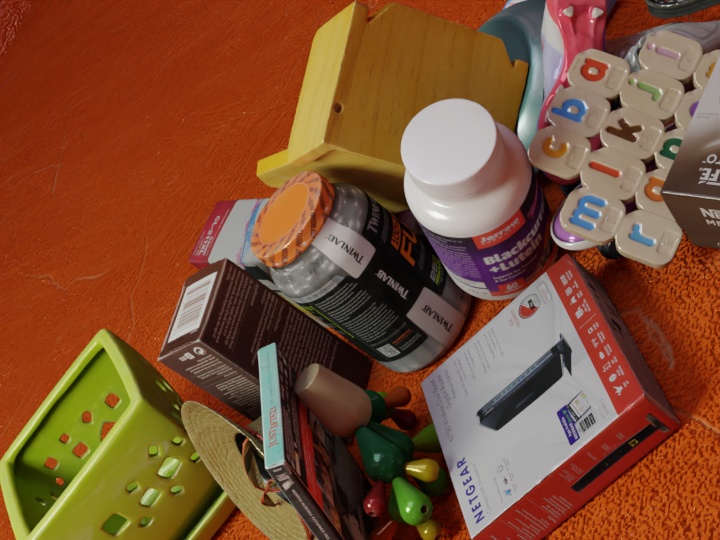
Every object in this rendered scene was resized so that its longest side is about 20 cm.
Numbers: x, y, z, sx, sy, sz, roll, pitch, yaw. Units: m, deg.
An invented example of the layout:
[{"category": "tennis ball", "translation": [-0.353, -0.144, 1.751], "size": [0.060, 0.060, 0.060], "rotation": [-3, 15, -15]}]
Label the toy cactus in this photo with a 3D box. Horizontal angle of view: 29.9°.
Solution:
[{"category": "toy cactus", "translation": [0.006, 0.143, 1.151], "size": [0.102, 0.165, 0.200], "rotation": [-41, 22, 20]}]

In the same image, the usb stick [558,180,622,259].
[{"category": "usb stick", "translation": [0.211, -0.078, 1.233], "size": [0.056, 0.033, 0.200], "rotation": [-50, 28, 19]}]

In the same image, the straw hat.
[{"category": "straw hat", "translation": [-0.070, 0.174, 1.252], "size": [0.085, 0.201, 0.201], "rotation": [-39, 23, -23]}]

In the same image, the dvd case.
[{"category": "dvd case", "translation": [-0.030, 0.176, 1.136], "size": [0.022, 0.200, 0.146], "rotation": [-25, 36, 11]}]

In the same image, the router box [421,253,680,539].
[{"category": "router box", "translation": [0.147, 0.108, 1.103], "size": [0.179, 0.049, 0.200], "rotation": [-43, 30, 16]}]

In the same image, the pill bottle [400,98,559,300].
[{"category": "pill bottle", "translation": [0.102, -0.062, 1.177], "size": [0.111, 0.200, 0.112], "rotation": [-9, 62, 17]}]

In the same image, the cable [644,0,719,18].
[{"category": "cable", "translation": [0.344, -0.254, 1.168], "size": [0.199, 0.050, 0.097], "rotation": [17, 67, 37]}]

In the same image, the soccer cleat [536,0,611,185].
[{"category": "soccer cleat", "translation": [0.192, -0.176, 1.235], "size": [0.076, 0.066, 0.201], "rotation": [146, 126, -86]}]

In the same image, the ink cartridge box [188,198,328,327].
[{"category": "ink cartridge box", "translation": [-0.068, -0.007, 1.441], "size": [0.200, 0.146, 0.083], "rotation": [1, 60, 56]}]

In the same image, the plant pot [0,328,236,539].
[{"category": "plant pot", "translation": [-0.241, 0.212, 1.413], "size": [0.200, 0.181, 0.199], "rotation": [-51, 29, 2]}]

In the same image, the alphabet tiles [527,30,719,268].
[{"category": "alphabet tiles", "translation": [0.246, -0.102, 1.110], "size": [0.195, 0.015, 0.200], "rotation": [23, 74, 18]}]

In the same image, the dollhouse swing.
[{"category": "dollhouse swing", "translation": [0.019, -0.150, 1.304], "size": [0.176, 0.199, 0.183], "rotation": [16, 93, 60]}]

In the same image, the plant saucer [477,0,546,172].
[{"category": "plant saucer", "translation": [0.139, -0.178, 1.344], "size": [0.200, 0.036, 0.201], "rotation": [-30, 54, 52]}]

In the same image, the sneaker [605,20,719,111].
[{"category": "sneaker", "translation": [0.266, -0.192, 1.253], "size": [0.081, 0.075, 0.200], "rotation": [-30, 14, -20]}]

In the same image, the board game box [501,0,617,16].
[{"category": "board game box", "translation": [0.172, -0.219, 1.438], "size": [0.200, 0.037, 0.151], "rotation": [-59, 29, -8]}]

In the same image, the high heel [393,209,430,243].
[{"category": "high heel", "translation": [0.015, -0.069, 1.472], "size": [0.199, 0.067, 0.096], "rotation": [-1, 62, 39]}]

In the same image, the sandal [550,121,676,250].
[{"category": "sandal", "translation": [0.239, -0.094, 1.147], "size": [0.202, 0.050, 0.082], "rotation": [-36, 32, -3]}]

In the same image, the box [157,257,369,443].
[{"category": "box", "translation": [-0.090, 0.087, 1.314], "size": [0.075, 0.200, 0.100], "rotation": [-26, 38, 43]}]

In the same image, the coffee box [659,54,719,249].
[{"category": "coffee box", "translation": [0.326, -0.114, 1.029], "size": [0.114, 0.080, 0.201], "rotation": [10, 66, 39]}]

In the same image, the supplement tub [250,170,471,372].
[{"category": "supplement tub", "translation": [0.000, 0.000, 1.278], "size": [0.122, 0.200, 0.123], "rotation": [-35, 35, 29]}]
